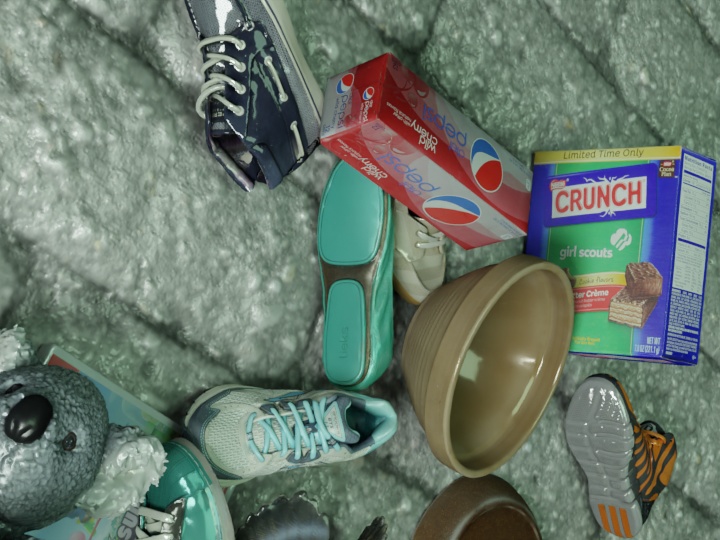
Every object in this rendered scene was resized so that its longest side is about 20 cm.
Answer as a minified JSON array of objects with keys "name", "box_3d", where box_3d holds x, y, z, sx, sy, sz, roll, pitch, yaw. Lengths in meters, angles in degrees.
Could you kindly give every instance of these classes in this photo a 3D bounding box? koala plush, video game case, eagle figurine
[{"name":"koala plush","box_3d":[-0.229,0.132,0.728,0.176,0.184,0.201,33,50,3]},{"name":"video game case","box_3d":[-0.184,0.164,0.862,0.200,0.017,0.144,41,65,-36]},{"name":"eagle figurine","box_3d":[-0.042,0.288,0.932,0.149,0.152,0.202,0,67,-15]}]

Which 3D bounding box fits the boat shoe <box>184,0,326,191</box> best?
[{"name":"boat shoe","box_3d":[-0.094,-0.153,0.899,0.201,0.074,0.093,58,48,-29]}]

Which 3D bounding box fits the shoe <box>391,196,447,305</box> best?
[{"name":"shoe","box_3d":[0.043,-0.064,1.048,0.070,0.053,0.202,-26,108,-40]}]

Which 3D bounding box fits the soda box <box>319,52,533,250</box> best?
[{"name":"soda box","box_3d":[0.058,-0.092,0.972,0.199,0.070,0.064,32,57,-39]}]

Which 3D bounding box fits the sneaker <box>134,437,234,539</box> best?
[{"name":"sneaker","box_3d":[-0.139,0.224,0.846,0.079,0.071,0.203,-10,100,-47]}]

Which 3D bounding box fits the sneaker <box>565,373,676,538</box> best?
[{"name":"sneaker","box_3d":[0.283,0.177,1.279,0.112,0.077,0.202,-40,128,-40]}]

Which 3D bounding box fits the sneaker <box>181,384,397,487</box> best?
[{"name":"sneaker","box_3d":[-0.051,0.119,0.931,0.199,0.086,0.079,-1,78,-49]}]

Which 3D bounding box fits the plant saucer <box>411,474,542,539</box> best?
[{"name":"plant saucer","box_3d":[0.119,0.298,1.145,0.199,0.034,0.203,0,90,-44]}]

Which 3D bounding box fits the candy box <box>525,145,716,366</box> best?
[{"name":"candy box","box_3d":[0.249,-0.016,1.168,0.077,0.168,0.203,13,81,-46]}]

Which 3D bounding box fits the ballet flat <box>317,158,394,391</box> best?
[{"name":"ballet flat","box_3d":[0.000,0.000,1.012,0.070,0.067,0.203,4,88,-68]}]

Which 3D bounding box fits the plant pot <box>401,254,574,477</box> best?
[{"name":"plant pot","box_3d":[0.101,0.073,1.061,0.200,0.092,0.203,-32,133,-41]}]
